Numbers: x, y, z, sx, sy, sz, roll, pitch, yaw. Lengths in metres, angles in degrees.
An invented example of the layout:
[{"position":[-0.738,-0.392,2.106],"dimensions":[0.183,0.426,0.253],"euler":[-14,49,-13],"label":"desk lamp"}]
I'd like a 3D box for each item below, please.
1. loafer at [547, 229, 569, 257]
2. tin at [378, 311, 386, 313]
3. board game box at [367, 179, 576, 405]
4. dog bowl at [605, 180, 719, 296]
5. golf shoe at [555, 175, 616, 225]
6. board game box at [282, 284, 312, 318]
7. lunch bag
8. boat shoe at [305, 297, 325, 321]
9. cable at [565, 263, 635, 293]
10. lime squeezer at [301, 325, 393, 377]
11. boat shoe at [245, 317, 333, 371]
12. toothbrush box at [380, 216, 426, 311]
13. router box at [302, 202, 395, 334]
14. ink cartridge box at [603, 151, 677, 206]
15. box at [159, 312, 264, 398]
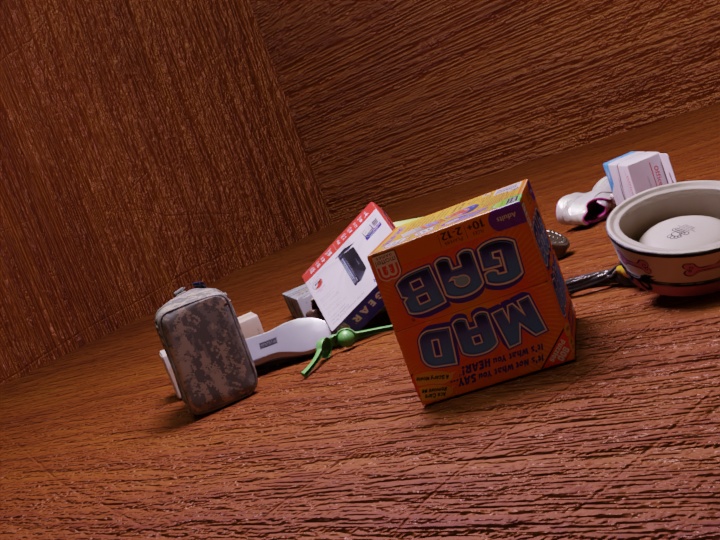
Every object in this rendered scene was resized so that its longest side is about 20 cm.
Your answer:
[{"position":[0.290,-0.034,1.792],"dimensions":[0.198,0.068,0.076],"euler":[1,21,28],"label":"loafer"},{"position":[0.114,0.036,1.890],"dimensions":[0.198,0.042,0.112],"euler":[-17,5,34],"label":"tin"},{"position":[0.150,0.022,1.244],"dimensions":[0.198,0.202,0.200],"euler":[-19,8,16],"label":"board game box"},{"position":[0.418,-0.040,1.237],"dimensions":[0.198,0.074,0.201],"euler":[-12,27,6],"label":"dog bowl"},{"position":[0.496,-0.137,1.972],"dimensions":[0.199,0.076,0.091],"euler":[-26,24,-19],"label":"golf shoe"},{"position":[-0.086,0.057,2.200],"dimensions":[0.146,0.065,0.200],"euler":[-24,6,-11],"label":"board game box"},{"position":[-0.272,0.129,1.680],"dimensions":[0.138,0.202,0.168],"euler":[-22,9,-15],"label":"lunch bag"},{"position":[-0.066,0.080,1.926],"dimensions":[0.074,0.076,0.202],"euler":[-20,7,9],"label":"boat shoe"},{"position":[0.372,-0.006,1.394],"dimensions":[0.097,0.051,0.199],"euler":[-28,11,-30],"label":"cable"},{"position":[-0.033,0.124,1.667],"dimensions":[0.199,0.038,0.070],"euler":[-24,8,-27],"label":"lime squeezer"},{"position":[-0.140,0.139,1.775],"dimensions":[0.198,0.069,0.057],"euler":[-15,-30,11],"label":"boat shoe"},{"position":[0.062,-0.008,1.830],"dimensions":[0.199,0.086,0.147],"euler":[-8,55,44],"label":"toothbrush box"},{"position":[0.000,0.000,1.778],"dimensions":[0.200,0.049,0.180],"euler":[-46,39,10],"label":"router box"},{"position":[0.519,-0.153,1.781],"dimensions":[0.066,0.117,0.200],"euler":[-21,7,1],"label":"ink cartridge box"},{"position":[-0.280,0.163,1.879],"dimensions":[0.198,0.096,0.078],"euler":[-25,9,-14],"label":"box"}]
